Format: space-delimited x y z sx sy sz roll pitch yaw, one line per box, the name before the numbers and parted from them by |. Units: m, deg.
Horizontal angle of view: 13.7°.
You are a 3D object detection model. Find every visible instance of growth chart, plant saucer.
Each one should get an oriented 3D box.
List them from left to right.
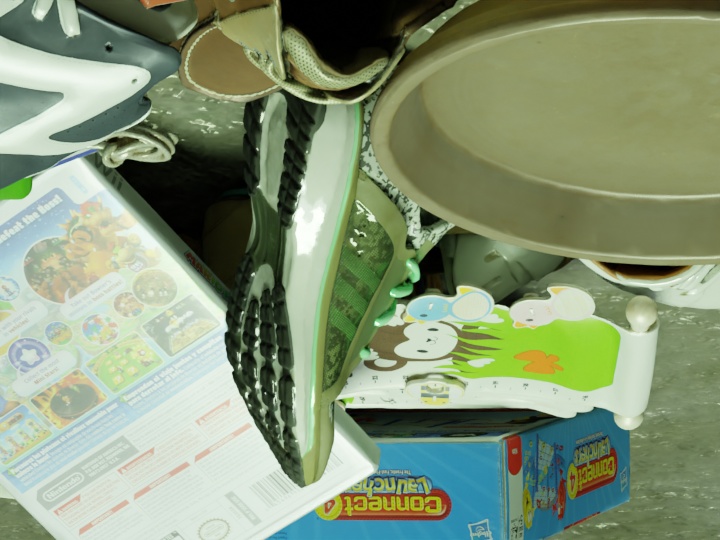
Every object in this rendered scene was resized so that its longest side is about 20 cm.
growth chart | 0.036 0.040 1.316 0.200 0.018 0.145 -1 155 11
plant saucer | 0.103 -0.051 1.005 0.200 0.030 0.200 4 158 2

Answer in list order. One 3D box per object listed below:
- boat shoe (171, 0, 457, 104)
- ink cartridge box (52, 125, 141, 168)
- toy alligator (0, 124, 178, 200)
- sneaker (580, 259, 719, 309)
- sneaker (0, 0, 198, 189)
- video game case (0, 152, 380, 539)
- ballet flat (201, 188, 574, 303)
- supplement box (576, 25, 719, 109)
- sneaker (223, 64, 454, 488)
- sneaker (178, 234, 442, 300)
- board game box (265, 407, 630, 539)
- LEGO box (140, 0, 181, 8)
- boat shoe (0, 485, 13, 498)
boat shoe | -0.017 -0.098 1.066 0.076 0.074 0.200 11 157 -22
ink cartridge box | -0.223 -0.078 1.182 0.197 0.047 0.200 -17 154 37
toy alligator | -0.171 -0.033 1.162 0.200 0.054 0.059 3 158 -6
sneaker | 0.125 -0.011 1.242 0.073 0.085 0.200 -44 142 15
sneaker | -0.119 -0.109 1.042 0.129 0.080 0.199 -15 131 -10
video game case | -0.108 0.049 1.290 0.143 0.018 0.200 -32 115 24
ballet flat | 0.028 -0.006 1.315 0.200 0.063 0.069 -5 158 16
supplement box | 0.176 -0.092 1.050 0.200 0.086 0.110 10 158 -19
sneaker | 0.000 0.000 1.221 0.088 0.077 0.200 -6 121 -22
sneaker | -0.061 0.028 1.395 0.200 0.075 0.088 1 159 3
board game box | 0.010 0.100 1.479 0.200 0.056 0.196 -2 -177 23
LEGO box | -0.008 -0.157 0.910 0.200 0.077 0.149 -7 157 21
boat shoe | -0.134 0.078 1.387 0.200 0.062 0.075 13 -161 26
